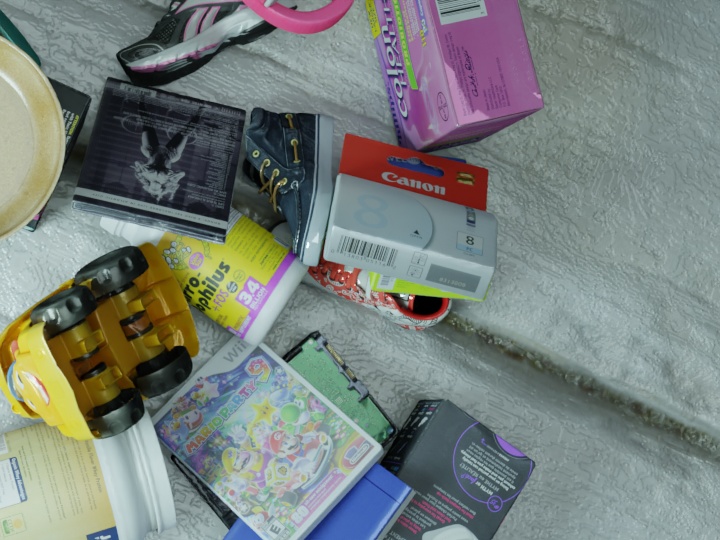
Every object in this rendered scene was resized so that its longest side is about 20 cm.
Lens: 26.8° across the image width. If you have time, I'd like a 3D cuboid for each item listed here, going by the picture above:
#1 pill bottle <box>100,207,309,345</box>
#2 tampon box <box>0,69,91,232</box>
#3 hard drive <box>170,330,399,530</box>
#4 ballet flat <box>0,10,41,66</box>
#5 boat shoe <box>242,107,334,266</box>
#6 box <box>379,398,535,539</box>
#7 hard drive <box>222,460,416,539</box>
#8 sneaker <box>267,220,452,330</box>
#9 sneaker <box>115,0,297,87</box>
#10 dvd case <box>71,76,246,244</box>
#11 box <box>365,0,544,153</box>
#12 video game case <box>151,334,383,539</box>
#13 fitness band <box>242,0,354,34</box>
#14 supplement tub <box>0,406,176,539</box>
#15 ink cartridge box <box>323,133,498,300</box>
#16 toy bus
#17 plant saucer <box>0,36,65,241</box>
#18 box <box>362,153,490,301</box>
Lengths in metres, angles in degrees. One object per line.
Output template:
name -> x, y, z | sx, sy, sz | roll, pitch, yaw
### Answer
pill bottle -> -0.157, -0.020, 1.500 | 0.199, 0.104, 0.105 | 33, 79, -1
tampon box -> -0.374, -0.138, 1.438 | 0.198, 0.150, 0.127 | 25, 80, -10
hard drive -> -0.076, 0.178, 1.543 | 0.200, 0.038, 0.140 | -42, 96, -13
ballet flat -> -0.397, -0.260, 1.493 | 0.072, 0.068, 0.201 | -35, 94, 6
boat shoe -> -0.076, -0.085, 1.516 | 0.090, 0.071, 0.202 | 7, 44, -7
box -> 0.068, 0.246, 1.537 | 0.122, 0.106, 0.201 | 35, 79, -7
hard drive -> -0.056, 0.260, 1.473 | 0.131, 0.025, 0.201 | 32, 80, 28
sneaker -> 0.001, -0.001, 1.540 | 0.200, 0.108, 0.068 | 27, 80, -10
sneaker -> -0.169, -0.259, 1.545 | 0.199, 0.080, 0.087 | -29, 88, -26
dvd case -> -0.193, -0.110, 1.481 | 0.147, 0.016, 0.201 | 13, 41, -8
box -> 0.091, -0.223, 1.534 | 0.096, 0.200, 0.178 | -13, 89, -14
video game case -> -0.095, 0.165, 1.485 | 0.199, 0.018, 0.143 | 39, 74, 24
fitness band -> -0.088, -0.333, 1.549 | 0.200, 0.037, 0.143 | 50, 50, 3
supplement tub -> -0.285, 0.213, 1.434 | 0.198, 0.144, 0.146 | -15, 89, -14
ink cartridge box -> 0.054, -0.070, 1.466 | 0.158, 0.048, 0.201 | 14, 42, -5
toy bus -> -0.279, 0.077, 1.418 | 0.190, 0.200, 0.137 | -14, 107, 29
plant saucer -> -0.363, -0.116, 1.343 | 0.198, 0.035, 0.203 | 1, 87, -13
box -> 0.059, -0.056, 1.528 | 0.120, 0.048, 0.201 | 6, 41, -14
